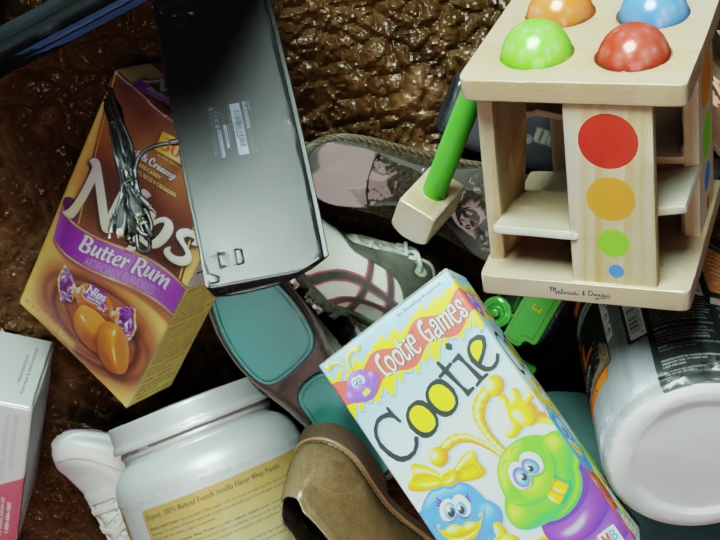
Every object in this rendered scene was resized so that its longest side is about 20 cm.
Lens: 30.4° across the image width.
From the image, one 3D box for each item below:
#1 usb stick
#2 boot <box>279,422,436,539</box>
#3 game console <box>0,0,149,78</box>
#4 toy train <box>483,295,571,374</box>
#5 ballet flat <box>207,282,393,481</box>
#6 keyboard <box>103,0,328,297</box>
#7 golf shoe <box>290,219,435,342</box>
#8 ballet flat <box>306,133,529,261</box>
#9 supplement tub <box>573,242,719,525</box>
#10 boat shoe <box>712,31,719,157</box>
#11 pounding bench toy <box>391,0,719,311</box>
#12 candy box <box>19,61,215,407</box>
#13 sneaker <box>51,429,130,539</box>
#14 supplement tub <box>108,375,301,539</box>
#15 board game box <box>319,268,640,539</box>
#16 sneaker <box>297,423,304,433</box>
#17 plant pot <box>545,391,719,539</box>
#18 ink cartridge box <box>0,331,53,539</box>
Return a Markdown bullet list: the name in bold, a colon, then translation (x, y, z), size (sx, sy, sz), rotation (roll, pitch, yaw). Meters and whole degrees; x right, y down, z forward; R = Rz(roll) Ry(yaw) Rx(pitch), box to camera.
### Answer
- **usb stick**: translation (0.149, -0.082, 0.888), size (0.197, 0.033, 0.056), rotation (17, 123, -9)
- **boot**: translation (0.010, 0.203, 0.924), size (0.073, 0.076, 0.201), rotation (-22, 118, 36)
- **game console**: translation (-0.151, -0.154, 0.764), size (0.198, 0.177, 0.031), rotation (-24, 106, 16)
- **toy train**: translation (0.092, 0.080, 0.959), size (0.056, 0.042, 0.202), rotation (31, 107, 16)
- **ballet flat**: translation (-0.040, 0.068, 0.947), size (0.067, 0.064, 0.201), rotation (-37, 98, 8)
- **keyboard**: translation (-0.098, -0.078, 0.805), size (0.125, 0.203, 0.021), rotation (-10, 157, -9)
- **golf shoe**: translation (0.000, 0.000, 0.933), size (0.088, 0.077, 0.200), rotation (-39, 120, 4)
- **ballet flat**: translation (0.053, -0.051, 0.904), size (0.197, 0.046, 0.068), rotation (14, 105, -10)
- **supplement tub**: translation (0.207, 0.058, 0.877), size (0.120, 0.201, 0.124), rotation (1, 124, 1)
- **boat shoe**: translation (0.192, -0.134, 0.838), size (0.064, 0.072, 0.201), rotation (-31, 107, 25)
- **pounding bench toy**: translation (0.105, -0.084, 0.784), size (0.197, 0.125, 0.158), rotation (5, 125, 23)
- **candy box**: translation (-0.145, -0.023, 0.890), size (0.116, 0.056, 0.201), rotation (40, 120, 17)
- **sneaker**: translation (-0.165, 0.201, 1.034), size (0.074, 0.100, 0.200), rotation (-25, 121, 42)
- **supplement tub**: translation (-0.093, 0.189, 0.960), size (0.143, 0.144, 0.203), rotation (-21, 87, 14)
- **board game box**: translation (0.079, 0.112, 0.846), size (0.103, 0.105, 0.201), rotation (-36, 81, 7)
- **sneaker**: translation (-0.039, 0.210, 1.051), size (0.069, 0.082, 0.202), rotation (9, 122, -3)
- **plant pot**: translation (0.161, 0.182, 0.970), size (0.159, 0.201, 0.202), rotation (29, 120, 1)
- **ink cartridge box**: translation (-0.341, 0.114, 0.995), size (0.197, 0.083, 0.148), rotation (12, 123, -7)
